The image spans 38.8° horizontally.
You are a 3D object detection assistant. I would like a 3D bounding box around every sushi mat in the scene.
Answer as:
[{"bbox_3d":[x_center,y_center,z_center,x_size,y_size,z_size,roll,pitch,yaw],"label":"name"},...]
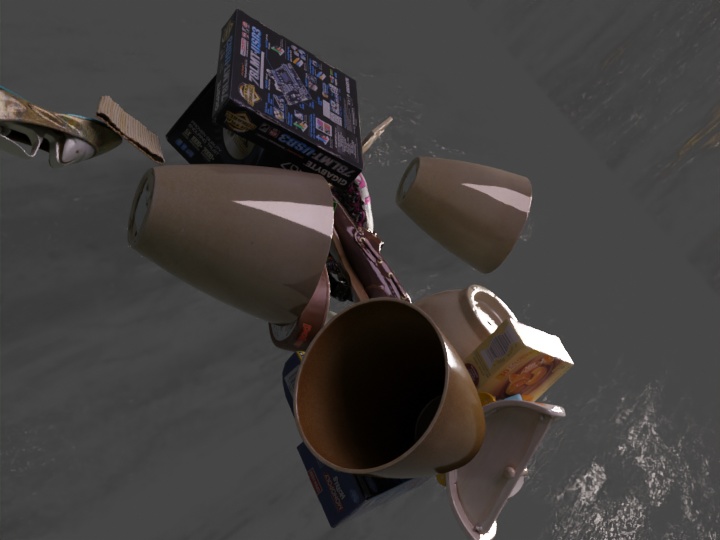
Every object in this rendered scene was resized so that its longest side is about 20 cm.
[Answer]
[{"bbox_3d":[-0.287,-0.178,1.274,0.096,0.012,0.200,39,4,-19],"label":"sushi mat"}]

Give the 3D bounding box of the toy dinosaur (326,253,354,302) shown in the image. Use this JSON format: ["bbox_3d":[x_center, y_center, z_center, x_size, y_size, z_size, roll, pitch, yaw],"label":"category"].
[{"bbox_3d":[0.000,0.000,1.458,0.199,0.103,0.136,23,0,14],"label":"toy dinosaur"}]

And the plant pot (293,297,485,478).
[{"bbox_3d":[0.058,0.151,1.125,0.200,0.186,0.187,35,25,-51],"label":"plant pot"}]

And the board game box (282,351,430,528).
[{"bbox_3d":[0.009,0.201,1.226,0.199,0.062,0.201,14,42,-49],"label":"board game box"}]

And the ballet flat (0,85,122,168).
[{"bbox_3d":[-0.361,-0.153,1.166,0.199,0.071,0.071,19,38,-47],"label":"ballet flat"}]

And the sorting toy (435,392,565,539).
[{"bbox_3d":[0.203,0.243,1.363,0.107,0.201,0.180,35,14,32],"label":"sorting toy"}]

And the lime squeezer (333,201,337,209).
[{"bbox_3d":[-0.055,0.008,1.329,0.037,0.202,0.070,5,6,-34],"label":"lime squeezer"}]

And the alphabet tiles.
[{"bbox_3d":[-0.031,-0.142,1.483,0.008,0.200,0.167,43,26,-1],"label":"alphabet tiles"}]

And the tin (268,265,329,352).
[{"bbox_3d":[-0.084,0.013,1.287,0.042,0.112,0.201,17,37,-27],"label":"tin"}]

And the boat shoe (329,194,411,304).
[{"bbox_3d":[0.000,-0.019,1.357,0.201,0.070,0.070,63,-10,15],"label":"boat shoe"}]

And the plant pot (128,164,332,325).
[{"bbox_3d":[-0.163,-0.047,1.196,0.199,0.188,0.188,14,38,-25],"label":"plant pot"}]

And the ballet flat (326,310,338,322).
[{"bbox_3d":[0.012,0.119,1.340,0.201,0.069,0.069,54,27,15],"label":"ballet flat"}]

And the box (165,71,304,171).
[{"bbox_3d":[-0.139,-0.176,1.410,0.200,0.164,0.086,46,26,-3],"label":"box"}]

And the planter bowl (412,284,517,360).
[{"bbox_3d":[0.154,0.107,1.494,0.200,0.135,0.201,35,29,-23],"label":"planter bowl"}]

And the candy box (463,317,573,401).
[{"bbox_3d":[0.176,0.160,1.375,0.115,0.200,0.056,22,30,-40],"label":"candy box"}]

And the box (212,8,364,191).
[{"bbox_3d":[-0.090,-0.220,1.309,0.197,0.050,0.201,25,38,-26],"label":"box"}]

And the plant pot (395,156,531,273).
[{"bbox_3d":[0.170,-0.120,1.813,0.199,0.188,0.188,24,32,-14],"label":"plant pot"}]

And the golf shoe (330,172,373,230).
[{"bbox_3d":[-0.012,-0.121,1.628,0.092,0.073,0.201,23,35,-42],"label":"golf shoe"}]
